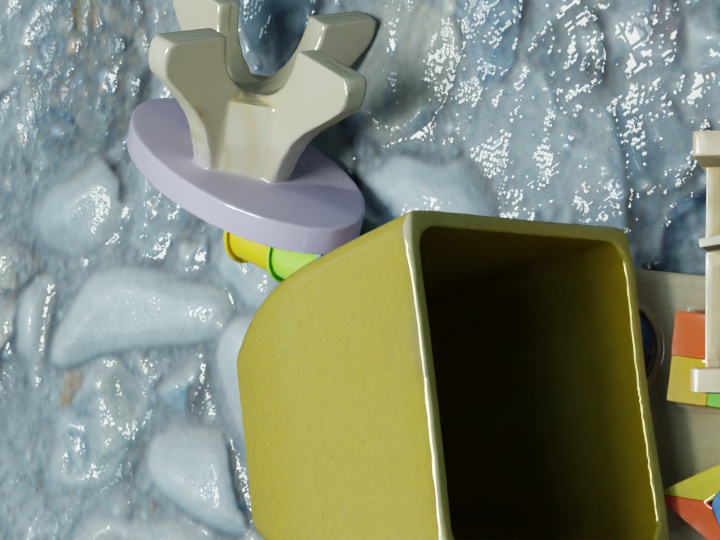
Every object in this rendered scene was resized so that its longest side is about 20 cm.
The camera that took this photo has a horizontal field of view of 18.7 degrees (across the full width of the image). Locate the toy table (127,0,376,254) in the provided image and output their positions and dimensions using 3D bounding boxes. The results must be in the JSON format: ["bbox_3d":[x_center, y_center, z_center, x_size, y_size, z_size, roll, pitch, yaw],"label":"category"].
[{"bbox_3d":[-0.068,-0.108,1.455,0.200,0.184,0.118,27,120,28],"label":"toy table"}]

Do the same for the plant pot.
[{"bbox_3d":[0.035,0.085,1.285,0.200,0.194,0.196,-15,77,44],"label":"plant pot"}]

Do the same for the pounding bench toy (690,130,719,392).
[{"bbox_3d":[0.284,0.008,1.186,0.199,0.124,0.157,0,86,13],"label":"pounding bench toy"}]

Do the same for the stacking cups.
[{"bbox_3d":[0.000,0.000,1.454,0.200,0.060,0.061,24,101,34],"label":"stacking cups"}]

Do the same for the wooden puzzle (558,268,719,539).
[{"bbox_3d":[0.178,0.093,1.313,0.199,0.046,0.186,6,90,38],"label":"wooden puzzle"}]
